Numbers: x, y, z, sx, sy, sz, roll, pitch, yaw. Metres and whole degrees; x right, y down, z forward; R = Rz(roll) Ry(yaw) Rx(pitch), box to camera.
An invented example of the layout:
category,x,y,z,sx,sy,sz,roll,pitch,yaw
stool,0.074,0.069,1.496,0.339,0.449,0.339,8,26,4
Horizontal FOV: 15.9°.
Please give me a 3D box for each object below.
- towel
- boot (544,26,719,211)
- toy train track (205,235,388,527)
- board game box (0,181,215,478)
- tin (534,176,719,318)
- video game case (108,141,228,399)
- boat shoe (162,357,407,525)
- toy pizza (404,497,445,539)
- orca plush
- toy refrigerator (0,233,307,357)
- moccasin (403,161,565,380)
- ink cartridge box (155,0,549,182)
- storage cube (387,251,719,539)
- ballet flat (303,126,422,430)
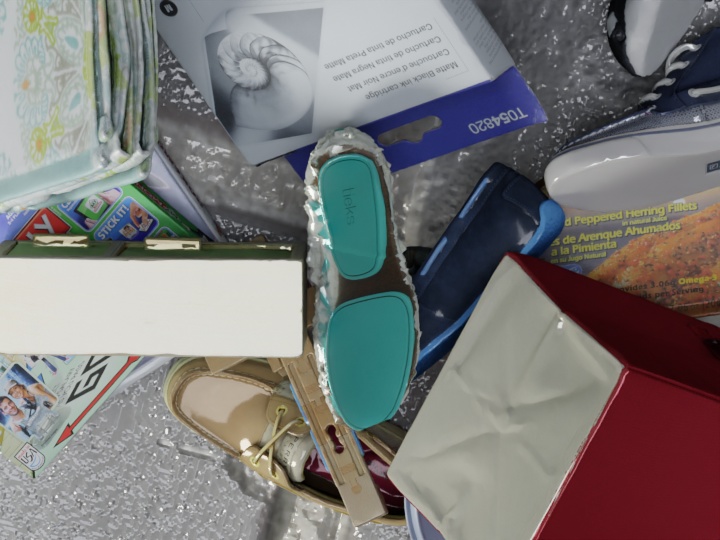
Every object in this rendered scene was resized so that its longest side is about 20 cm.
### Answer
category,x,y,z,sx,sy,sz,roll,pitch,yaw
towel,-0.186,-0.130,1.585,0.048,0.200,0.172,0,83,-34
boot,0.207,-0.101,1.656,0.199,0.073,0.091,-10,63,-8
toy train track,-0.031,0.073,1.689,0.114,0.033,0.201,-26,77,7
board game box,-0.202,0.022,1.698,0.134,0.029,0.200,39,102,-11
tin,0.197,-0.024,1.708,0.199,0.042,0.113,-7,110,1
video game case,-0.196,-0.002,1.717,0.199,0.023,0.183,-33,104,8
boat shoe,-0.038,0.113,1.728,0.199,0.066,0.074,21,104,-6
toy pizza,0.115,0.129,1.727,0.199,0.032,0.201,-10,113,-24
orca plush,0.191,-0.226,1.632,0.071,0.105,0.201,36,134,28
toy refrigerator,-0.134,0.014,1.637,0.199,0.076,0.070,0,99,2
moccasin,0.053,0.008,1.693,0.068,0.080,0.200,48,112,10
ink cartridge box,-0.013,-0.134,1.608,0.199,0.041,0.200,-18,119,36
storage cube,0.155,0.116,1.617,0.179,0.171,0.201,19,106,-32
ballet flat,0.000,0.000,1.631,0.071,0.072,0.201,-3,113,0
